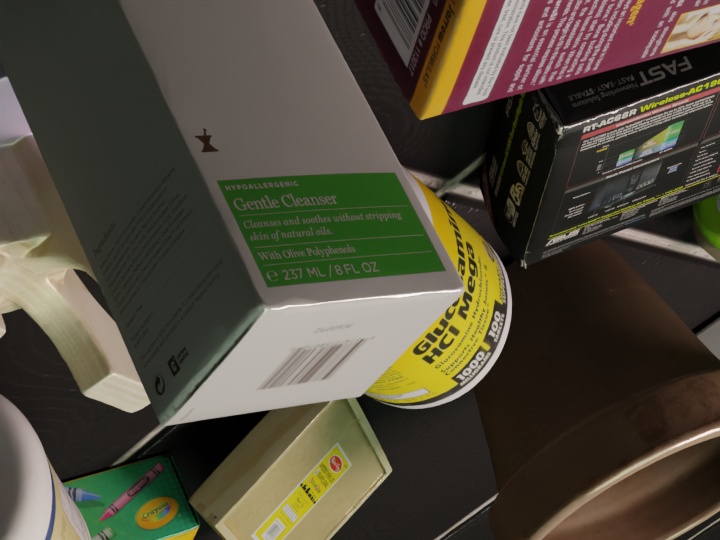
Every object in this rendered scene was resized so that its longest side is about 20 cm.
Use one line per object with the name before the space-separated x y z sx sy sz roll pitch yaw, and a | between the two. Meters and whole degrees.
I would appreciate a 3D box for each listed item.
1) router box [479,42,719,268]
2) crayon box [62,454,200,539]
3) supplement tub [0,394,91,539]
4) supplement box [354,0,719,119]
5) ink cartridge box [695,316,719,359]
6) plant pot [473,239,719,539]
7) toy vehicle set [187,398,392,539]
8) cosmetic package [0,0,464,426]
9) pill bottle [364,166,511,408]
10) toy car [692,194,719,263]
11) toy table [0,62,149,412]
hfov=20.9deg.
router box | 0.170 -0.092 1.077 0.198 0.062 0.150 -20 156 -15
crayon box | -0.213 0.194 1.256 0.199 0.059 0.119 -13 152 -28
supplement tub | -0.224 0.155 1.064 0.143 0.145 0.200 -23 156 -8
supplement box | 0.106 -0.152 0.863 0.198 0.086 0.111 -16 153 -22
ink cartridge box | 0.359 0.073 1.569 0.144 0.084 0.199 -38 154 21
plant pot | 0.149 0.079 1.255 0.199 0.176 0.201 -22 156 -10
toy vehicle set | -0.043 0.145 1.318 0.124 0.026 0.200 -46 158 -10
cosmetic package | -0.059 -0.049 0.761 0.107 0.201 0.085 -7 151 -42
pill bottle | 0.000 0.000 1.024 0.112 0.113 0.200 -32 156 12
toy car | 0.324 -0.066 1.253 0.201 0.157 0.164 -58 157 -2
toy table | -0.159 -0.004 0.851 0.200 0.118 0.183 -39 153 22
